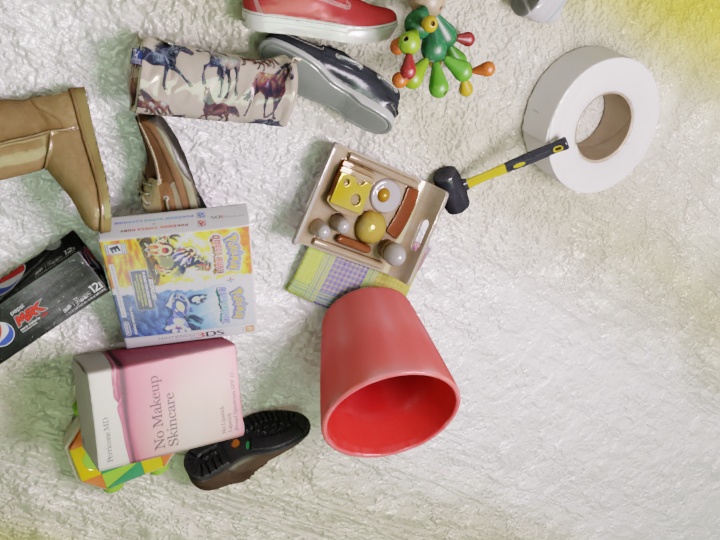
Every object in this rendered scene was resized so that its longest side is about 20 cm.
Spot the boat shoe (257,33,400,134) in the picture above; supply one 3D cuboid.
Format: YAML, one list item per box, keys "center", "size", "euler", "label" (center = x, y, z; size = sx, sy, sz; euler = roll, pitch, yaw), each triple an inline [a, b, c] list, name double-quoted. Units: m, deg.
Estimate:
- center: [-0.036, -0.246, 1.056]
  size: [0.198, 0.075, 0.061]
  euler: [31, 63, -25]
  label: "boat shoe"

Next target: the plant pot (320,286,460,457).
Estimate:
- center: [0.027, 0.136, 1.197]
  size: [0.195, 0.180, 0.203]
  euler: [-8, 137, -8]
  label: "plant pot"

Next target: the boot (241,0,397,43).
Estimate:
- center: [-0.038, -0.352, 0.993]
  size: [0.195, 0.073, 0.147]
  euler: [1, 115, -22]
  label: "boot"

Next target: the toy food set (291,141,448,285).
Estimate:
- center: [0.015, -0.074, 1.149]
  size: [0.197, 0.060, 0.146]
  euler: [19, 100, -32]
  label: "toy food set"

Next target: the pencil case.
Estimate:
- center: [-0.168, -0.220, 0.976]
  size: [0.195, 0.078, 0.092]
  euler: [3, 106, -16]
  label: "pencil case"

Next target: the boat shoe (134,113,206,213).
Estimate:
- center: [-0.236, -0.095, 1.033]
  size: [0.072, 0.076, 0.203]
  euler: [-22, 124, -6]
  label: "boat shoe"

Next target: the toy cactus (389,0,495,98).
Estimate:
- center: [0.094, -0.303, 1.050]
  size: [0.198, 0.101, 0.169]
  euler: [-13, 96, -53]
  label: "toy cactus"

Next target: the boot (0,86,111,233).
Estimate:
- center: [-0.389, -0.109, 0.933]
  size: [0.196, 0.066, 0.179]
  euler: [-14, 86, -20]
  label: "boot"

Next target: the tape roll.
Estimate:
- center: [0.341, -0.222, 1.242]
  size: [0.198, 0.071, 0.207]
  euler: [-12, 121, -20]
  label: "tape roll"

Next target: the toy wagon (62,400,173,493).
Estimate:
- center: [-0.314, 0.230, 1.191]
  size: [0.196, 0.040, 0.158]
  euler: [-18, 123, -16]
  label: "toy wagon"

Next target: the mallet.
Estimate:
- center: [0.196, -0.151, 1.193]
  size: [0.197, 0.042, 0.066]
  euler: [-28, 122, 18]
  label: "mallet"

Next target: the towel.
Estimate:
- center: [0.000, 0.000, 1.229]
  size: [0.197, 0.023, 0.146]
  euler: [18, 108, -31]
  label: "towel"

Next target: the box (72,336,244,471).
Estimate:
- center: [-0.265, 0.166, 1.106]
  size: [0.196, 0.108, 0.131]
  euler: [-10, 100, -28]
  label: "box"

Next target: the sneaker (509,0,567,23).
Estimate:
- center: [0.270, -0.425, 1.109]
  size: [0.079, 0.070, 0.203]
  euler: [7, 116, -45]
  label: "sneaker"

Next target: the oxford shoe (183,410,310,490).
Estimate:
- center: [-0.168, 0.273, 1.277]
  size: [0.196, 0.073, 0.085]
  euler: [-19, 140, -13]
  label: "oxford shoe"

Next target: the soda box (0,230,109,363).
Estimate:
- center: [-0.411, 0.042, 1.028]
  size: [0.198, 0.063, 0.071]
  euler: [-35, 125, -5]
  label: "soda box"

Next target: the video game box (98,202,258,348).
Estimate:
- center: [-0.223, 0.011, 1.062]
  size: [0.178, 0.047, 0.203]
  euler: [-9, 137, -10]
  label: "video game box"
